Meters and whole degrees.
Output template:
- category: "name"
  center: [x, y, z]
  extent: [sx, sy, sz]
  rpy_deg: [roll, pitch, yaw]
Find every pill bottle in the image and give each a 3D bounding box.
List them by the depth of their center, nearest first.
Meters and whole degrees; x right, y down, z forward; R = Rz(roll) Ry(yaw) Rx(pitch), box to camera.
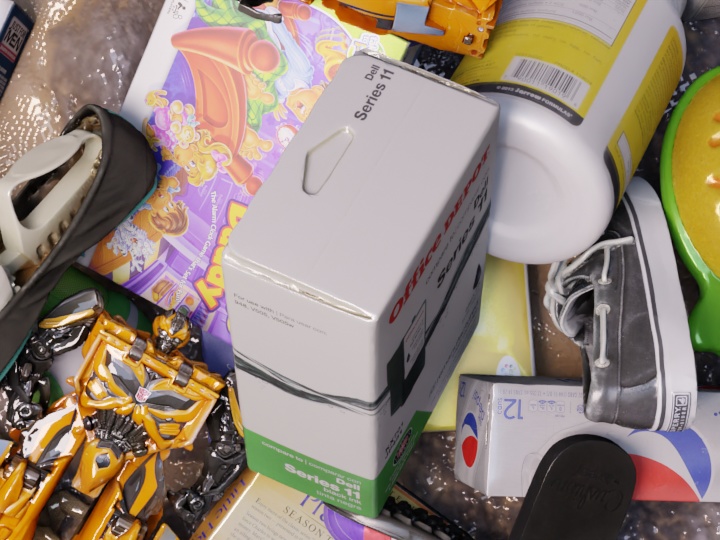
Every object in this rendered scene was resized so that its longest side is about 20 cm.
- category: "pill bottle"
  center: [0.115, -0.106, 0.925]
  extent: [0.112, 0.112, 0.200]
  rpy_deg: [29, 51, 4]

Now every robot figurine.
- category: "robot figurine"
  center: [-0.014, -0.189, 0.879]
  extent: [0.200, 0.058, 0.145]
  rpy_deg: [19, 53, -1]
- category: "robot figurine"
  center: [-0.145, 0.112, 0.896]
  extent: [0.145, 0.058, 0.200]
  rpy_deg: [29, 93, -11]

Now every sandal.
- category: "sandal"
  center: [0.098, 0.184, 0.891]
  extent: [0.075, 0.045, 0.200]
  rpy_deg: [11, 107, -22]

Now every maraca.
- category: "maraca"
  center: [0.235, -0.026, 0.945]
  extent: [0.137, 0.107, 0.200]
  rpy_deg: [4, 73, -12]

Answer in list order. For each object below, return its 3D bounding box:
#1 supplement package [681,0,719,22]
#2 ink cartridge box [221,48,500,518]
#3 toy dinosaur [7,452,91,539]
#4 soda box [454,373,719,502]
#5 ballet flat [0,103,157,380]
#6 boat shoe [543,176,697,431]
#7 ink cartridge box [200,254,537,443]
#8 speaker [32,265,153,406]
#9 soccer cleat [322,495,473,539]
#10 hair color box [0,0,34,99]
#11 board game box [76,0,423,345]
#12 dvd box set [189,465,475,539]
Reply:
- category: "supplement package"
  center: [0.244, -0.263, 0.923]
  extent: [0.147, 0.200, 0.192]
  rpy_deg: [-12, 86, 1]
- category: "ink cartridge box"
  center: [0.003, 0.011, 0.844]
  extent: [0.083, 0.200, 0.147]
  rpy_deg: [22, 59, 15]
- category: "toy dinosaur"
  center: [-0.193, 0.152, 0.986]
  extent: [0.101, 0.058, 0.200]
  rpy_deg: [-15, 101, 23]
- category: "soda box"
  center: [0.157, 0.096, 0.941]
  extent: [0.200, 0.068, 0.064]
  rpy_deg: [4, 90, -13]
- category: "ballet flat"
  center: [-0.185, -0.011, 0.866]
  extent: [0.068, 0.068, 0.200]
  rpy_deg: [17, 60, 34]
- category: "boat shoe"
  center: [0.136, 0.015, 0.922]
  extent: [0.068, 0.074, 0.200]
  rpy_deg: [0, 42, -1]
- category: "ink cartridge box"
  center: [0.000, 0.000, 0.990]
  extent: [0.200, 0.047, 0.198]
  rpy_deg: [-4, 87, -1]
- category: "speaker"
  center: [-0.218, 0.010, 0.940]
  extent: [0.200, 0.088, 0.089]
  rpy_deg: [34, 87, -24]
- category: "soccer cleat"
  center: [0.054, 0.187, 0.936]
  extent: [0.200, 0.068, 0.073]
  rpy_deg: [31, 90, -24]
- category: "hair color box"
  center: [-0.285, -0.084, 0.998]
  extent: [0.100, 0.061, 0.200]
  rpy_deg: [22, 86, 3]
- category: "board game box"
  center: [-0.067, -0.069, 0.933]
  extent: [0.134, 0.045, 0.200]
  rpy_deg: [27, 107, 8]
- category: "dvd box set"
  center: [-0.043, 0.198, 0.959]
  extent: [0.146, 0.029, 0.200]
  rpy_deg: [37, 88, -19]
